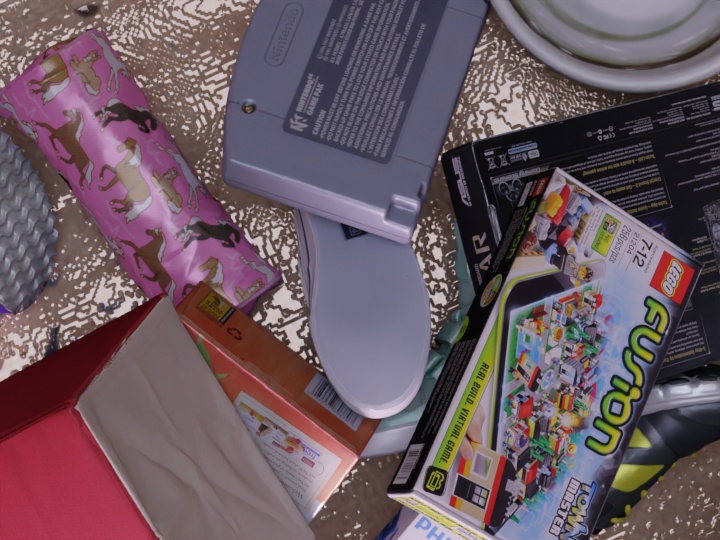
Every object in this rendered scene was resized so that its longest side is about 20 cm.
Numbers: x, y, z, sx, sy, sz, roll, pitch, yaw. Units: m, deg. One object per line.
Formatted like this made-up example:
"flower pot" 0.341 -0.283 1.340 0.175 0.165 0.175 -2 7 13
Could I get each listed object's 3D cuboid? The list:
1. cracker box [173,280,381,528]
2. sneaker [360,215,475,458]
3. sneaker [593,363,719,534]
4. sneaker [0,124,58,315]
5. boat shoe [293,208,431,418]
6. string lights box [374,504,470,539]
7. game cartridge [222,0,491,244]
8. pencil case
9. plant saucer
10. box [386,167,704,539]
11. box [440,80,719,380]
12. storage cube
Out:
"cracker box" -0.098 0.125 1.200 0.134 0.058 0.200 37 115 0
"sneaker" 0.055 0.029 1.238 0.199 0.074 0.119 -27 95 -12
"sneaker" 0.156 0.111 1.246 0.198 0.074 0.085 -13 94 7
"sneaker" -0.261 -0.062 1.240 0.070 0.099 0.201 -47 119 -39
"boat shoe" 0.000 0.000 1.212 0.073 0.066 0.202 -8 62 0
"string lights box" 0.001 0.214 1.194 0.059 0.103 0.200 39 101 1
"game cartridge" -0.005 -0.117 1.219 0.132 0.042 0.201 16 57 6
"pencil case" -0.130 -0.045 1.229 0.083 0.086 0.201 -37 89 32
"plant saucer" 0.169 -0.201 1.256 0.198 0.050 0.202 -1 81 5
"box" 0.104 0.058 1.136 0.110 0.035 0.201 30 73 -17
"box" 0.160 -0.016 1.213 0.199 0.043 0.162 -16 90 -25
"storage cube" -0.153 0.146 1.087 0.179 0.200 0.172 -28 100 17
